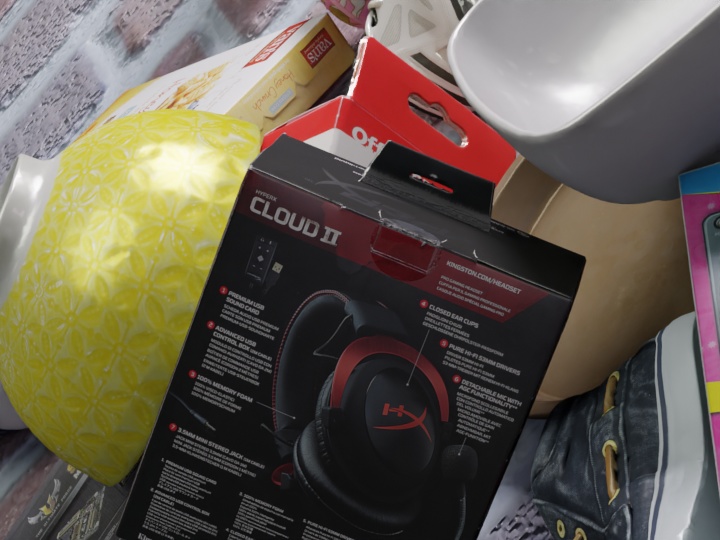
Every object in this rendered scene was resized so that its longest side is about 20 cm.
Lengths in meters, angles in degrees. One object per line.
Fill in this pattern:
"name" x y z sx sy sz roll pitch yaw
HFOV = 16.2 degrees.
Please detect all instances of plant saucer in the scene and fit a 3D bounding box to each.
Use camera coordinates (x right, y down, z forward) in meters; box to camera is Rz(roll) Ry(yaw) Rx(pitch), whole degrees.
"plant saucer" 0.123 -0.015 1.164 0.200 0.029 0.200 -35 35 29

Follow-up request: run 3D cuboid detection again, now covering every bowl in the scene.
"bowl" -0.138 -0.003 1.277 0.200 0.107 0.200 -90 26 -63
"bowl" 0.141 -0.112 1.067 0.200 0.075 0.200 -40 23 5

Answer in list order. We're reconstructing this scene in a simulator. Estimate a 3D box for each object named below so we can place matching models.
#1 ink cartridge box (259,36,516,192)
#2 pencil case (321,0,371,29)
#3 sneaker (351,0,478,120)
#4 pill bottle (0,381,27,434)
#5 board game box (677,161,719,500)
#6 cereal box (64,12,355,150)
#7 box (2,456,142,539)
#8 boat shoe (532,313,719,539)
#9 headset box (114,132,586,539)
"ink cartridge box" 0.000 0.000 1.232 0.067 0.116 0.201 -22 42 45
"pencil case" 0.041 -0.229 1.430 0.200 0.086 0.083 -48 36 8
"sneaker" 0.019 -0.167 1.357 0.115 0.076 0.201 -41 64 30
"pill bottle" -0.233 0.044 1.510 0.200 0.116 0.116 -14 49 47
"board game box" 0.202 0.033 0.933 0.147 0.064 0.200 -17 43 16
"cereal box" -0.110 -0.079 1.494 0.200 0.040 0.144 -17 25 46
"box" -0.098 0.106 1.327 0.200 0.048 0.158 -56 29 -2
"boat shoe" 0.118 0.111 1.000 0.091 0.071 0.201 -36 29 32
"headset box" 0.000 0.045 1.086 0.075 0.148 0.201 -56 -13 -73
